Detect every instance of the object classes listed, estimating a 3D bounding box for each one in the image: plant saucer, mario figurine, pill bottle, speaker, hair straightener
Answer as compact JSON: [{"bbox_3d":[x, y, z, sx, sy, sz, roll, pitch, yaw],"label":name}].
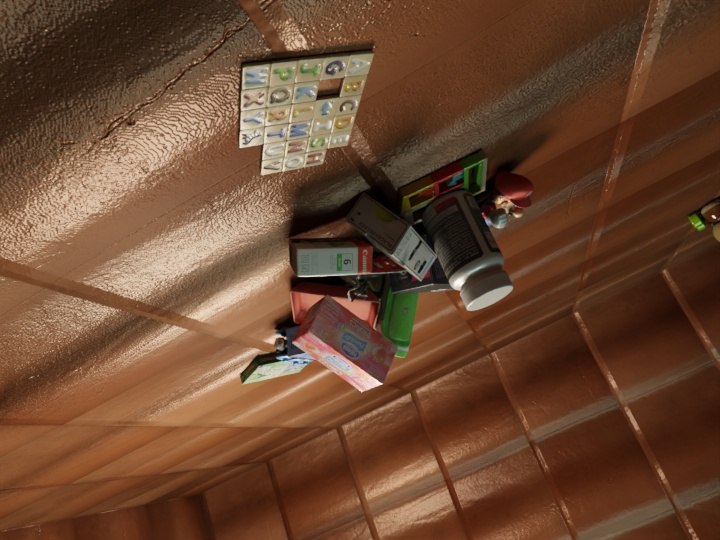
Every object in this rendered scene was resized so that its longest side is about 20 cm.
[{"bbox_3d":[-0.057,0.081,1.242,0.193,0.038,0.201,7,156,-1],"label":"plant saucer"},{"bbox_3d":[0.276,-0.112,1.120,0.104,0.127,0.199,19,145,-25],"label":"mario figurine"},{"bbox_3d":[0.201,-0.036,1.042,0.111,0.205,0.115,-19,159,-8],"label":"pill bottle"},{"bbox_3d":[0.087,0.092,1.274,0.086,0.207,0.088,11,174,1],"label":"speaker"},{"bbox_3d":[0.016,0.019,1.064,0.040,0.080,0.200,4,-166,14],"label":"hair straightener"}]

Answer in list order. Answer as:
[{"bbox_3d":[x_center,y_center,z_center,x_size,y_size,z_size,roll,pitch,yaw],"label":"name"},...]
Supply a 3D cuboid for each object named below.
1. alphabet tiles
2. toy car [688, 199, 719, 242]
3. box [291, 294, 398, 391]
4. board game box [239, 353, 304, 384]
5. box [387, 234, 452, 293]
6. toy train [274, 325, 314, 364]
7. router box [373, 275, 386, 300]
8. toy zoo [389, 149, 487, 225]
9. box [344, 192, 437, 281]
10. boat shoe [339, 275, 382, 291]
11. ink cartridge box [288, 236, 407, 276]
[{"bbox_3d":[-0.078,-0.196,0.716,0.163,0.008,0.201,-15,156,-21],"label":"alphabet tiles"},{"bbox_3d":[1.318,-0.151,1.982,0.163,0.205,0.155,-36,155,32],"label":"toy car"},{"bbox_3d":[-0.032,0.157,1.170,0.102,0.198,0.096,-34,-157,55],"label":"box"},{"bbox_3d":[-0.236,0.274,1.600,0.196,0.030,0.135,-5,153,-39],"label":"board game box"},{"bbox_3d":[0.165,-0.012,1.209,0.196,0.110,0.120,0,169,-45],"label":"box"},{"bbox_3d":[-0.138,0.191,1.401,0.111,0.090,0.199,-11,163,21],"label":"toy train"},{"bbox_3d":[-0.003,0.098,1.403,0.195,0.053,0.158,-26,158,4],"label":"router box"},{"bbox_3d":[0.145,-0.145,1.039,0.195,0.021,0.132,-25,159,2],"label":"toy zoo"},{"bbox_3d":[0.062,-0.057,1.011,0.061,0.116,0.199,-53,154,2],"label":"box"},{"bbox_3d":[0.000,0.000,1.179,0.065,0.075,0.199,5,173,20],"label":"boat shoe"},{"bbox_3d":[-0.024,-0.028,0.970,0.193,0.052,0.109,-3,-167,-14],"label":"ink cartridge box"}]
